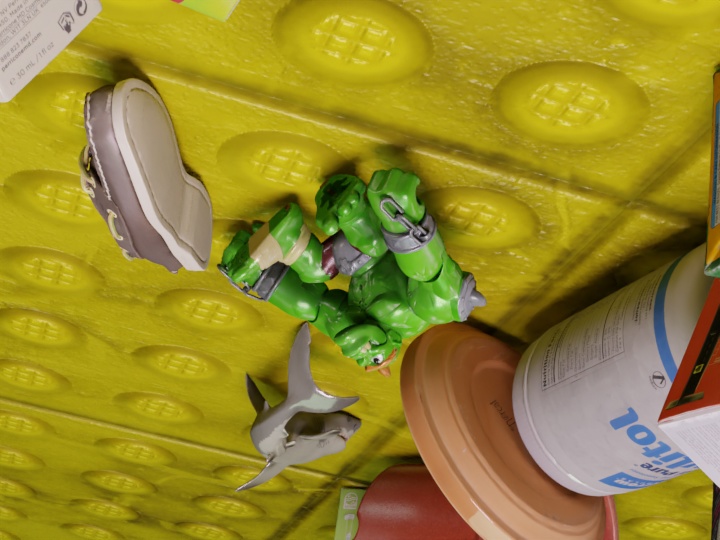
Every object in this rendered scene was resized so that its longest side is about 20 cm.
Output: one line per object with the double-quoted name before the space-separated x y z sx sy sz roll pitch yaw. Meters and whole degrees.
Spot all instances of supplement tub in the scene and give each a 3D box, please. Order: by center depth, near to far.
"supplement tub" 0.206 0.068 0.934 0.132 0.132 0.200 19 152 -19

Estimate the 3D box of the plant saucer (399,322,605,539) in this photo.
"plant saucer" 0.110 0.121 1.012 0.200 0.200 0.032 29 124 -34

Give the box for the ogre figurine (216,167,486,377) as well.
"ogre figurine" 0.000 0.000 0.915 0.120 0.098 0.200 41 127 -20

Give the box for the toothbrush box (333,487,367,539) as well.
"toothbrush box" 0.024 0.347 1.482 0.086 0.200 0.146 1 152 18

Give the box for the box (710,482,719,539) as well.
"box" 0.320 0.183 1.048 0.106 0.200 0.122 5 154 9

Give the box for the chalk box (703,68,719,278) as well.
"chalk box" 0.287 -0.046 0.683 0.200 0.125 0.124 17 153 -14

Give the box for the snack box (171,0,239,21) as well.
"snack box" -0.084 -0.195 0.584 0.142 0.053 0.200 19 153 -19

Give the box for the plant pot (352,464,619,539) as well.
"plant pot" 0.110 0.262 1.312 0.195 0.201 0.201 1 154 35

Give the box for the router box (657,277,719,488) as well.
"router box" 0.276 0.079 0.812 0.200 0.180 0.049 43 143 -17

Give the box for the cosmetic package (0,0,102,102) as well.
"cosmetic package" -0.198 -0.170 0.565 0.105 0.071 0.200 12 141 34

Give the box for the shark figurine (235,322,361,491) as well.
"shark figurine" -0.072 0.117 1.196 0.128 0.090 0.215 -26 161 -5

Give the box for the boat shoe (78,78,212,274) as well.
"boat shoe" -0.141 -0.054 0.872 0.059 0.072 0.200 2 159 8
